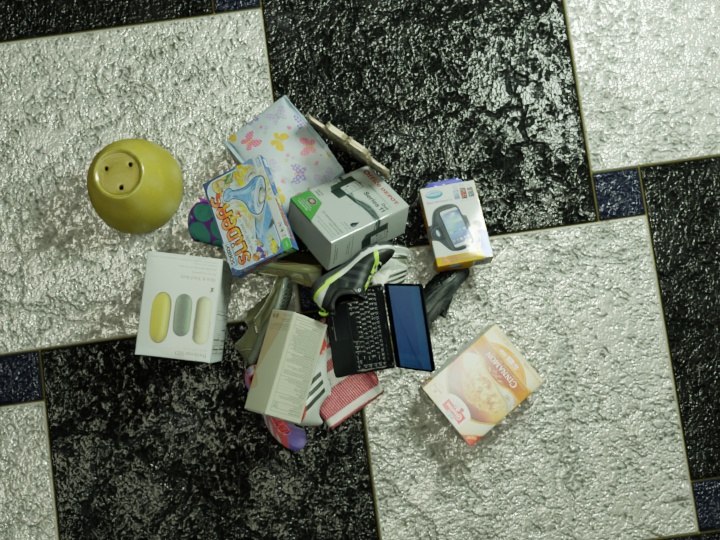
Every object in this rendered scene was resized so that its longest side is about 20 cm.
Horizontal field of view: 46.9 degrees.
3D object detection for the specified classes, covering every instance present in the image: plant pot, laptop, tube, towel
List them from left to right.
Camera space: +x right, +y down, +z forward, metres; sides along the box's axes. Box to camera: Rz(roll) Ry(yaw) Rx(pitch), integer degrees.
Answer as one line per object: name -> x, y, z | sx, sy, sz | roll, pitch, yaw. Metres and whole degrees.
plant pot -> -0.474, -0.183, 1.686 | 0.198, 0.142, 0.202 | 0, 85, 0
towel -> -0.060, 0.207, 1.716 | 0.143, 0.023, 0.201 | -34, 86, -2
tube -> -0.006, 0.099, 1.714 | 0.058, 0.052, 0.201 | -36, 93, 36
laptop -> 0.034, 0.122, 1.645 | 0.198, 0.103, 0.179 | -9, 96, -1

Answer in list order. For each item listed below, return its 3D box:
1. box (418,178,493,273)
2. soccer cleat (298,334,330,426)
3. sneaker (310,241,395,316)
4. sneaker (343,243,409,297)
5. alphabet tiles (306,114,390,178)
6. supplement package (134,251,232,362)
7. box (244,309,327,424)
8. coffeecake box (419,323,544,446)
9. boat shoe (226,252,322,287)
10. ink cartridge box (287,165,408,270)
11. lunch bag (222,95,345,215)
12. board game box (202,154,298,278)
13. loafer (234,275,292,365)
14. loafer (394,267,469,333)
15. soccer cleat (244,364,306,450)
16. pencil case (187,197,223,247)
box -> 0.193, -0.103, 1.712 | 0.118, 0.042, 0.202 | -10, 71, -4
soccer cleat -> -0.093, 0.216, 1.678 | 0.085, 0.068, 0.202 | 23, 70, -34
sneaker -> -0.004, 0.024, 1.624 | 0.199, 0.072, 0.083 | -34, 66, -9
sneaker -> 0.000, 0.000, 1.703 | 0.198, 0.076, 0.117 | 5, 84, -6
alphabet tiles -> -0.020, -0.249, 1.665 | 0.195, 0.200, 0.015 | 34, 92, 4
supplement package -> -0.349, 0.075, 1.660 | 0.150, 0.151, 0.202 | 6, 85, 0
box -> -0.144, 0.186, 1.609 | 0.095, 0.077, 0.202 | 26, 75, -39
coffeecake box -> 0.245, 0.231, 1.689 | 0.200, 0.073, 0.154 | -41, 87, -3
boat shoe -> -0.179, -0.006, 1.713 | 0.198, 0.073, 0.064 | 6, 116, -5
ink cartridge box -> -0.024, -0.110, 1.653 | 0.199, 0.083, 0.147 | -27, 58, -29
lunch bag -> -0.154, -0.222, 1.702 | 0.169, 0.127, 0.200 | -40, 77, -5
board game box -> -0.215, -0.105, 1.608 | 0.134, 0.034, 0.202 | -25, 75, 13
loafer -> -0.202, 0.095, 1.684 | 0.069, 0.075, 0.201 | 28, 101, 10
loafer -> 0.155, 0.067, 1.711 | 0.201, 0.068, 0.070 | -45, 109, -9
soccer cleat -> -0.174, 0.281, 1.675 | 0.066, 0.076, 0.201 | -29, 94, -3
pencil case -> -0.251, -0.086, 1.682 | 0.198, 0.085, 0.093 | 12, 89, 19
